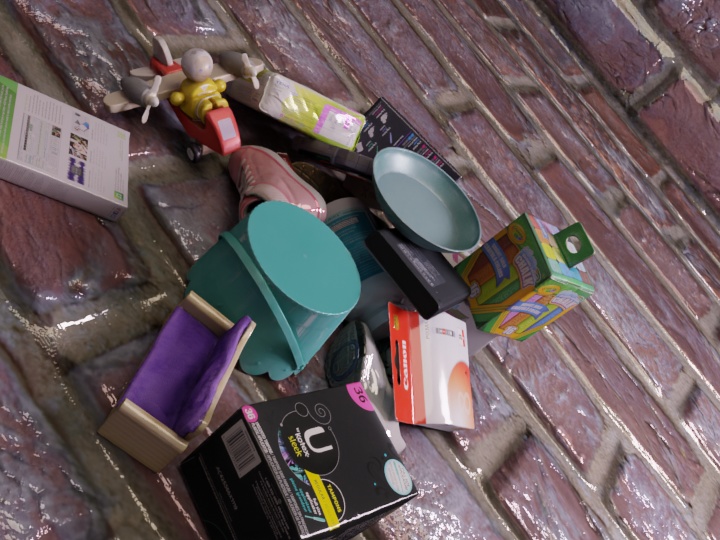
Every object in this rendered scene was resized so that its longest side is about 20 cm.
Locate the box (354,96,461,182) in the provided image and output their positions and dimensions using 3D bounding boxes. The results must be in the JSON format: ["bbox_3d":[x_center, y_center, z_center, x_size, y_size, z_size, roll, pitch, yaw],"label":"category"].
[{"bbox_3d":[0.074,-0.205,1.575,0.200,0.106,0.122,43,10,-5],"label":"box"}]

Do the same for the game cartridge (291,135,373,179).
[{"bbox_3d":[-0.021,-0.177,1.425,0.129,0.039,0.200,11,8,-31],"label":"game cartridge"}]

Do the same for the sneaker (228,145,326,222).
[{"bbox_3d":[-0.148,-0.115,1.246,0.104,0.076,0.200,-18,43,-42],"label":"sneaker"}]

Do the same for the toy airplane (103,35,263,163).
[{"bbox_3d":[-0.247,-0.271,1.267,0.198,0.141,0.201,18,53,-9],"label":"toy airplane"}]

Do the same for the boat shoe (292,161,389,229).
[{"bbox_3d":[-0.041,-0.100,1.406,0.200,0.072,0.068,37,3,-15],"label":"boat shoe"}]

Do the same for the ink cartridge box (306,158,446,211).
[{"bbox_3d":[0.021,-0.121,1.413,0.172,0.044,0.200,15,7,-33],"label":"ink cartridge box"}]

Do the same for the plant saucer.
[{"bbox_3d":[0.091,-0.096,1.296,0.199,0.036,0.201,27,37,-22],"label":"plant saucer"}]

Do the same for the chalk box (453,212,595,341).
[{"bbox_3d":[0.270,0.002,1.369,0.123,0.200,0.126,16,44,-41],"label":"chalk box"}]

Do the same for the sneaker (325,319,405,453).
[{"bbox_3d":[0.009,0.162,1.186,0.087,0.074,0.201,25,46,-44],"label":"sneaker"}]

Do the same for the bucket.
[{"bbox_3d":[-0.108,0.021,1.125,0.206,0.135,0.208,30,36,-24],"label":"bucket"}]

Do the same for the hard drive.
[{"bbox_3d":[0.088,-0.003,1.270,0.140,0.033,0.200,51,19,9],"label":"hard drive"}]

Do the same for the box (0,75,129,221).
[{"bbox_3d":[-0.383,-0.154,1.086,0.199,0.036,0.145,24,39,-34],"label":"box"}]

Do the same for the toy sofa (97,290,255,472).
[{"bbox_3d":[-0.196,0.110,0.963,0.083,0.098,0.201,39,34,-14],"label":"toy sofa"}]

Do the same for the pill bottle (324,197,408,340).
[{"bbox_3d":[0.000,0.000,1.296,0.110,0.111,0.201,1,54,-49],"label":"pill bottle"}]

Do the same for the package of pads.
[{"bbox_3d":[-0.105,-0.267,1.440,0.199,0.069,0.154,19,8,-35],"label":"package of pads"}]

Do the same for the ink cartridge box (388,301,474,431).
[{"bbox_3d":[0.102,0.135,1.226,0.200,0.050,0.164,30,54,-62],"label":"ink cartridge box"}]

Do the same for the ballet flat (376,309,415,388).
[{"bbox_3d":[0.065,0.115,1.290,0.074,0.074,0.200,43,33,-7],"label":"ballet flat"}]

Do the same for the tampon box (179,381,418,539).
[{"bbox_3d":[-0.064,0.228,0.963,0.199,0.126,0.151,-4,59,-51],"label":"tampon box"}]

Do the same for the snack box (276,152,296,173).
[{"bbox_3d":[-0.099,-0.074,1.295,0.024,0.072,0.201,1,54,-46],"label":"snack box"}]

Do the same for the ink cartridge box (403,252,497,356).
[{"bbox_3d":[0.142,0.026,1.459,0.200,0.085,0.145,38,34,-17],"label":"ink cartridge box"}]
